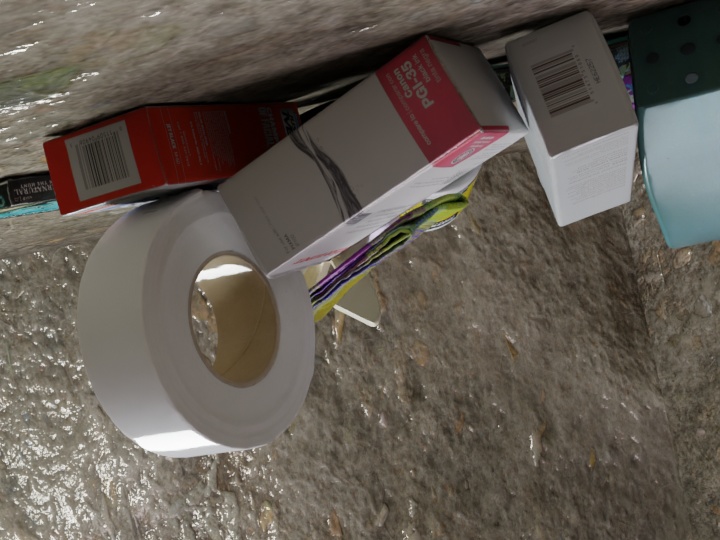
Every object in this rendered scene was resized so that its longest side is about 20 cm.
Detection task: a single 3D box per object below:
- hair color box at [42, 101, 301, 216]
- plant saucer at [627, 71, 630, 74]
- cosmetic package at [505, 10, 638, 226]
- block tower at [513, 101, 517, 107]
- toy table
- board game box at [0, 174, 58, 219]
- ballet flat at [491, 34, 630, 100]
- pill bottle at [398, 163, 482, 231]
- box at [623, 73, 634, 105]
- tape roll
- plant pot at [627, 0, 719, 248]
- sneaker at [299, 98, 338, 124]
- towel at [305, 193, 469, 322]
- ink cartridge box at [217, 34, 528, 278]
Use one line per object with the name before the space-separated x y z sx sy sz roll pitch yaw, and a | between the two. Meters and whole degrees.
hair color box | -0.141 -0.092 0.915 0.111 0.064 0.200 -13 -177 31
plant saucer | 0.308 -0.219 1.141 0.200 0.032 0.200 -13 -178 0
cosmetic package | 0.172 -0.115 0.912 0.074 0.102 0.200 -20 165 8
block tower | 0.260 -0.204 1.321 0.200 0.054 0.058 -13 -177 -17
toy table | -0.039 -0.030 1.181 0.184 0.117 0.200 24 166 21
board game box | -0.314 -0.080 1.174 0.135 0.028 0.200 -10 -176 42
ballet flat | 0.174 -0.166 1.037 0.200 0.074 0.074 -13 -178 -6
pill bottle | 0.065 -0.104 1.188 0.111 0.111 0.200 -13 168 -4
box | 0.353 -0.195 1.115 0.200 0.036 0.143 -10 -177 25
tape roll | -0.122 0.042 0.881 0.071 0.203 0.202 -12 -178 34
plant pot | 0.302 -0.134 0.969 0.141 0.142 0.200 -12 152 25
sneaker | -0.007 -0.131 0.989 0.200 0.073 0.082 -18 164 21
towel | 0.000 0.000 1.008 0.200 0.023 0.144 -38 176 26
ink cartridge box | 0.011 -0.085 0.861 0.200 0.083 0.146 -32 175 21
